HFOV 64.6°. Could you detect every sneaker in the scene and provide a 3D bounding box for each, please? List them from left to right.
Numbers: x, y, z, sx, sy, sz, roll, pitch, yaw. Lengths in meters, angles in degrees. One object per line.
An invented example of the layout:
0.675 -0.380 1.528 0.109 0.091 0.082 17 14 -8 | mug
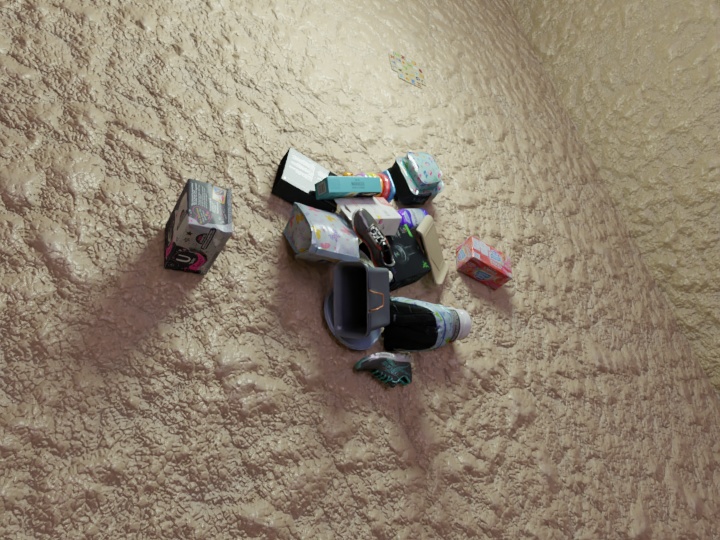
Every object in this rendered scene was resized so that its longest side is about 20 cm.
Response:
0.000 0.000 1.727 0.198 0.086 0.074 36 22 21 | sneaker
0.048 -0.093 1.633 0.077 0.081 0.203 -37 107 -23 | sneaker
0.075 0.282 1.594 0.196 0.077 0.094 6 62 -34 | sneaker

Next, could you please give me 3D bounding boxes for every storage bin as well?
0.020 0.075 1.564 0.133 0.143 0.206 -5 94 -50 | storage bin

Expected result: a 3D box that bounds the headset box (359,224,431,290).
0.113 -0.039 1.822 0.197 0.093 0.177 -15 73 -44 | headset box

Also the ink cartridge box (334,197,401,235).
0.014 -0.164 1.737 0.196 0.069 0.117 -5 42 -37 | ink cartridge box

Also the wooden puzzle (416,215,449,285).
0.241 -0.069 1.923 0.204 0.036 0.185 68 23 -13 | wooden puzzle

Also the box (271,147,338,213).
-0.163 -0.263 1.760 0.197 0.079 0.144 28 46 -22 | box

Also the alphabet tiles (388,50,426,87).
0.211 -0.892 2.530 0.196 0.006 0.170 14 54 -32 | alphabet tiles

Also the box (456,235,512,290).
0.451 -0.027 2.083 0.197 0.094 0.105 25 49 -24 | box

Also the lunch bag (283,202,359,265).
-0.110 -0.087 1.619 0.166 0.129 0.201 10 25 -34 | lunch bag

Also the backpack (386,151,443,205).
0.211 -0.335 2.067 0.197 0.150 0.181 -6 64 -46 | backpack

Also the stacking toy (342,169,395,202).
0.013 -0.281 1.860 0.197 0.115 0.112 14 50 -47 | stacking toy

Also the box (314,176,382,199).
-0.036 -0.249 1.726 0.196 0.082 0.051 -6 84 -35 | box

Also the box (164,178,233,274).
-0.395 -0.099 1.376 0.112 0.200 0.135 10 55 -30 | box

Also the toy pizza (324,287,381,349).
-0.024 0.135 1.640 0.196 0.032 0.205 20 53 -28 | toy pizza

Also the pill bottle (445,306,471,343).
0.246 0.169 1.775 0.196 0.114 0.117 5 58 -36 | pill bottle

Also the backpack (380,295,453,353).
0.168 0.156 1.623 0.150 0.198 0.168 3 86 -32 | backpack

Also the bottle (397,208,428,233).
0.155 -0.169 1.961 0.196 0.065 0.085 -6 67 -41 | bottle
